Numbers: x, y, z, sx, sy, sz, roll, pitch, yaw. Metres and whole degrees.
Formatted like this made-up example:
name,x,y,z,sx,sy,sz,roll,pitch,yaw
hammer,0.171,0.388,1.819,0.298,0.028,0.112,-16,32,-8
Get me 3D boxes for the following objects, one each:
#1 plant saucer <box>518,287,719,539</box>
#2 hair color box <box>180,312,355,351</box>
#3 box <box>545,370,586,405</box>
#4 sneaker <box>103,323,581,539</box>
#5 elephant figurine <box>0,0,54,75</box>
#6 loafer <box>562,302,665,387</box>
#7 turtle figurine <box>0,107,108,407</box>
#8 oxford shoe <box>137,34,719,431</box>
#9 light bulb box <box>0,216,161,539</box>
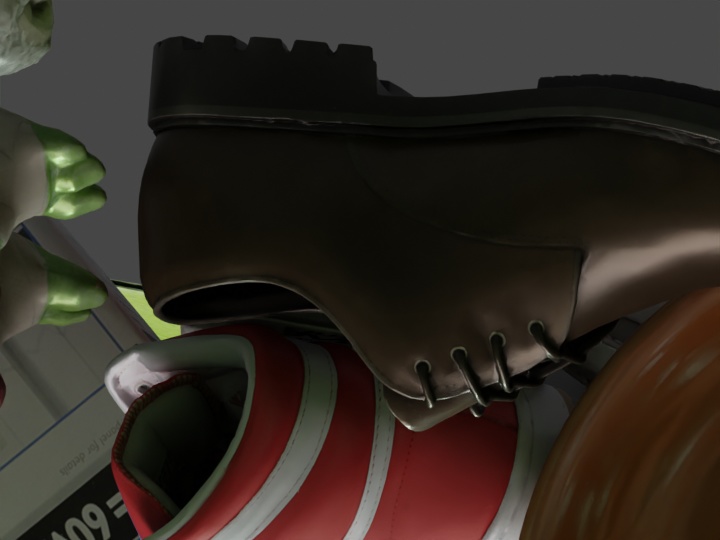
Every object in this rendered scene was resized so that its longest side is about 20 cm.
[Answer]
name,x,y,z,sx,sy,sz,roll,pitch,yaw
plant saucer,0.129,0.085,0.581,0.199,0.202,0.037,5,169,32
hair color box,0.000,0.000,0.731,0.101,0.062,0.200,9,173,-3
box,0.054,0.088,0.980,0.078,0.142,0.200,-23,164,13
sneaker,-0.038,0.087,0.678,0.112,0.072,0.200,17,129,-26
elephant figurine,-0.175,-0.024,0.521,0.155,0.142,0.200,-26,156,-41
loafer,0.140,0.070,0.857,0.199,0.070,0.070,32,163,17
turtle figurine,-0.102,0.068,0.656,0.199,0.195,0.144,2,144,33
oxford shoe,0.041,-0.002,0.578,0.199,0.085,0.073,5,170,24
light bulb box,-0.102,0.079,0.866,0.200,0.125,0.198,51,176,6
